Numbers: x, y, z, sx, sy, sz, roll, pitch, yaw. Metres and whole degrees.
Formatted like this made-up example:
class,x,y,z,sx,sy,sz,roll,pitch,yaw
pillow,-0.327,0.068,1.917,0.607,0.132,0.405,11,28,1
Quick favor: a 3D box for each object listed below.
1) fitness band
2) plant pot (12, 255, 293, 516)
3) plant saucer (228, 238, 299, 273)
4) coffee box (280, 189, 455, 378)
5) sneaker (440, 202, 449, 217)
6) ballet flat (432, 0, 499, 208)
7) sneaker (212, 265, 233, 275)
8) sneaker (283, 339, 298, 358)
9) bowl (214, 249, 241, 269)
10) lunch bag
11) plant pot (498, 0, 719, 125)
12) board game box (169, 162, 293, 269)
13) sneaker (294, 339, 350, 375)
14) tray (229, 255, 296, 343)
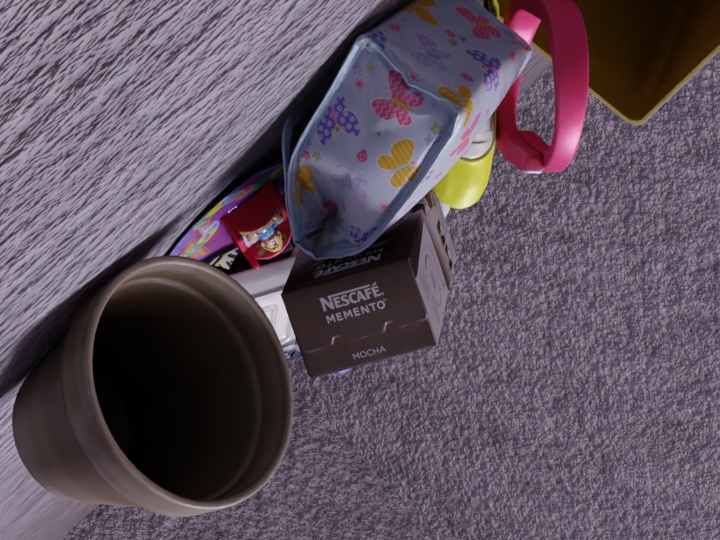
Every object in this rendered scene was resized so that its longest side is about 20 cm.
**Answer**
class,x,y,z,sx,sy,sz,roll,pitch,yaw
fitness band,0.149,-0.159,1.527,0.200,0.037,0.145,-121,-144,-72
plant pot,-0.181,0.107,1.453,0.173,0.201,0.200,-23,-167,44
plant saucer,-0.087,0.002,1.791,0.201,0.036,0.201,-53,-163,24
coffee box,0.010,0.003,1.532,0.112,0.080,0.200,-15,-161,12
sneaker,0.000,0.000,1.711,0.200,0.075,0.116,-43,-164,45
ballet flat,0.090,-0.157,1.579,0.067,0.066,0.202,140,-44,-74
sneaker,-0.185,0.077,1.725,0.200,0.071,0.098,-43,-160,-9
sneaker,-0.120,0.093,1.943,0.198,0.083,0.070,-4,159,-8
bowl,-0.072,-0.015,1.978,0.201,0.094,0.201,-44,177,-3
lunch bag,0.022,-0.115,1.477,0.201,0.127,0.170,-57,172,36
plant pot,0.252,-0.289,1.626,0.177,0.200,0.200,-55,-175,-36
board game box,-0.081,-0.041,1.609,0.200,0.039,0.158,-27,166,-48
sneaker,0.020,0.033,1.917,0.200,0.080,0.115,-53,164,-13
tray,-0.133,0.054,1.659,0.199,0.022,0.108,-17,136,-28
